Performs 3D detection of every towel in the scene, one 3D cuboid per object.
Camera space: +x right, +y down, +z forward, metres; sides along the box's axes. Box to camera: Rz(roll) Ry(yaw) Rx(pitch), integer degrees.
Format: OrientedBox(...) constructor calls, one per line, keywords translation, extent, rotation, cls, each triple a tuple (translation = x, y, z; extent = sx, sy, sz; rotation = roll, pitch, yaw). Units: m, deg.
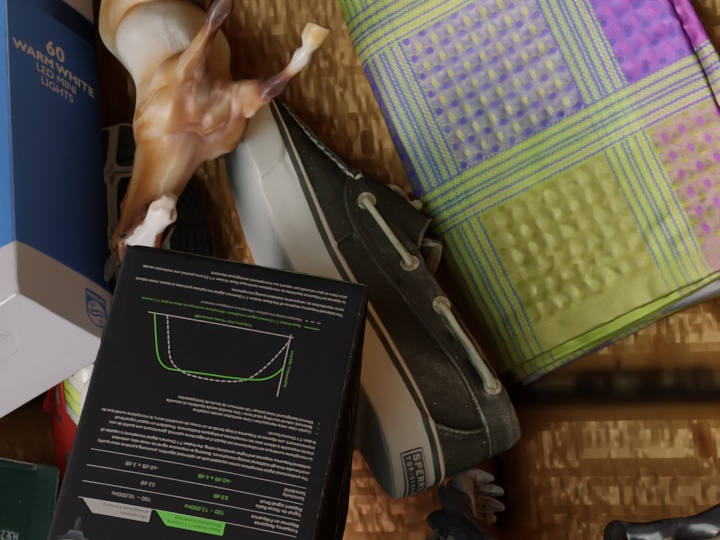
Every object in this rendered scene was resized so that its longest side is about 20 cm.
OrientedBox(translation=(0.079, -0.065, 0.971), extent=(0.143, 0.023, 0.201), rotation=(-28, 86, 26), cls="towel")

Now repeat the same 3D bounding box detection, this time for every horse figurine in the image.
OrientedBox(translation=(-0.071, -0.104, 0.986), extent=(0.133, 0.050, 0.201), rotation=(-53, 40, 35), cls="horse figurine")

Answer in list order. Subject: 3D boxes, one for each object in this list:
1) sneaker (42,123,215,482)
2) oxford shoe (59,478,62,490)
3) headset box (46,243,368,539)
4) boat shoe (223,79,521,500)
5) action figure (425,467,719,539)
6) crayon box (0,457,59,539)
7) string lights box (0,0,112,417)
OrientedBox(translation=(-0.111, 0.038, 1.046), extent=(0.085, 0.077, 0.201), rotation=(-9, 83, 57), cls="sneaker")
OrientedBox(translation=(-0.145, 0.198, 1.082), extent=(0.070, 0.074, 0.201), rotation=(-4, 96, 24), cls="oxford shoe")
OrientedBox(translation=(-0.061, 0.125, 0.880), extent=(0.092, 0.174, 0.201), rotation=(9, 58, 3), cls="headset box")
OrientedBox(translation=(0.000, 0.000, 0.986), extent=(0.063, 0.071, 0.201), rotation=(-21, 63, -14), cls="boat shoe")
OrientedBox(translation=(0.069, 0.141, 0.938), extent=(0.199, 0.102, 0.119), rotation=(-13, 103, -13), cls="action figure")
OrientedBox(translation=(-0.231, 0.105, 1.034), extent=(0.200, 0.127, 0.051), rotation=(-11, 71, 54), cls="crayon box")
OrientedBox(translation=(-0.161, -0.040, 1.001), extent=(0.103, 0.059, 0.201), rotation=(-29, 50, 28), cls="string lights box")
